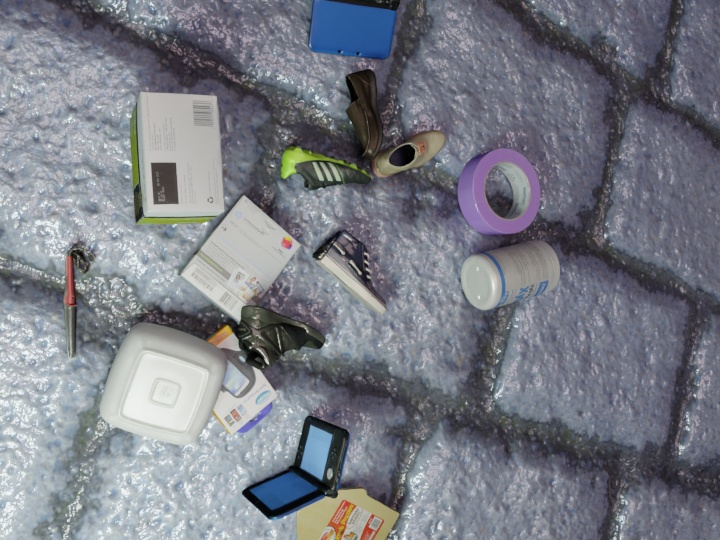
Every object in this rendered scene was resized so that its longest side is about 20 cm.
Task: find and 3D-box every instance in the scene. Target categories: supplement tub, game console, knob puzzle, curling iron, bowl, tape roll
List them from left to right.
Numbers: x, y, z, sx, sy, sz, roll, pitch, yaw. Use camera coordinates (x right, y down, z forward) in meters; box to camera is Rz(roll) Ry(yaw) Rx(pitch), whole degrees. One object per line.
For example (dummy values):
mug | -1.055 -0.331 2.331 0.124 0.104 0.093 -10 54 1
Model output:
curling iron | -0.504 0.054 1.182 0.049 0.026 0.201 6 85 -23
bowl | -0.351 0.210 1.196 0.199 0.075 0.201 22 88 -16
game console | -0.125 0.362 1.250 0.118 0.200 0.172 17 80 -25
knob puzzle | -0.047 0.532 1.376 0.218 0.030 0.221 -2 97 -15
game console | -0.028 -0.571 1.451 0.199 0.118 0.172 -2 58 -27
tape roll | 0.330 -0.185 1.584 0.199 0.066 0.202 2 86 -26
supplement tub | 0.346 0.009 1.545 0.199 0.132 0.133 -13 93 -25

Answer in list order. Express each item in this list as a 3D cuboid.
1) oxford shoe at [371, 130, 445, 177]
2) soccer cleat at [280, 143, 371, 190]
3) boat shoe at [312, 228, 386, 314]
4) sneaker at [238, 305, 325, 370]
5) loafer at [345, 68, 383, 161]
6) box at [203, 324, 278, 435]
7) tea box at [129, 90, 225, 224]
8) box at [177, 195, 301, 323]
oxford shoe | 0.122 -0.261 1.479 0.199 0.074 0.071 -32 101 -24
soccer cleat | -0.073 -0.201 1.393 0.199 0.067 0.082 13 100 -24
boat shoe | 0.000 0.000 1.405 0.200 0.075 0.093 43 78 -18
sneaker | -0.158 0.147 1.304 0.199 0.076 0.115 24 72 -42
loafer | -0.001 -0.332 1.430 0.071 0.073 0.201 -4 81 -21
box | -0.251 0.220 1.292 0.119 0.041 0.201 -39 102 -22
tea box | -0.331 -0.190 1.184 0.133 0.196 0.202 -3 90 -25
box | -0.235 -0.022 1.310 0.156 0.041 0.200 41 72 -20
